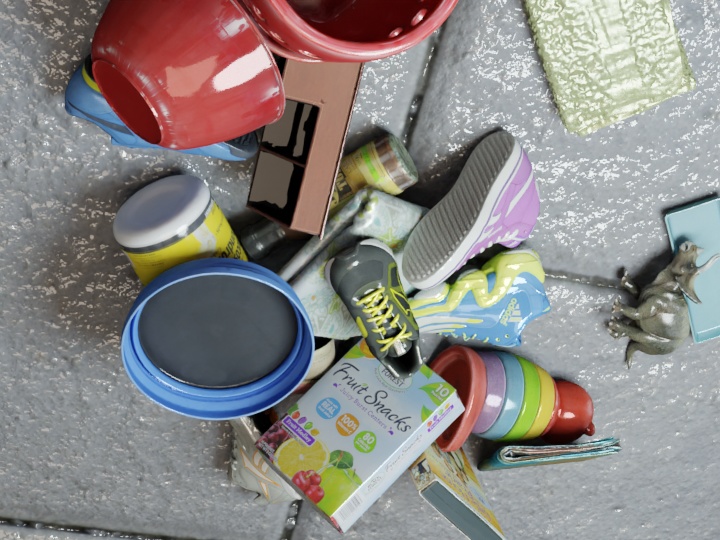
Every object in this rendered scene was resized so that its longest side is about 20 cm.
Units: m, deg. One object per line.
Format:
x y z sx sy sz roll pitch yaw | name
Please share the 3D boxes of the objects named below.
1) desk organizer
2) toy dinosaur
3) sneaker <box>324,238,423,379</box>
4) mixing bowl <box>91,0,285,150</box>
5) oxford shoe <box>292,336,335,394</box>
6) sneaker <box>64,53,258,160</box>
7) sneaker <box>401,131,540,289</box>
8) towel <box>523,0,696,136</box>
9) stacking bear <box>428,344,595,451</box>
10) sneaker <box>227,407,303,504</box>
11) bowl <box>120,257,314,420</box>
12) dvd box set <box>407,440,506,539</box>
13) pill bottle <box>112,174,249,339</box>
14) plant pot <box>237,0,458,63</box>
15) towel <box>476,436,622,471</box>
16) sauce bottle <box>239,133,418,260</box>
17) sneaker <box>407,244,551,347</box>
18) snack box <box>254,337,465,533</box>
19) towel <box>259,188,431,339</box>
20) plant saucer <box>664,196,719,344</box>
-0.056 -0.141 1.347 0.077 0.072 0.200 12 103 -10 | desk organizer
0.343 0.060 1.557 0.102 0.077 0.200 16 127 14 | toy dinosaur
0.026 0.042 1.408 0.074 0.085 0.200 -31 142 1 | sneaker
-0.178 -0.187 1.243 0.108 0.200 0.200 -41 127 -22 | mixing bowl
-0.126 0.097 1.548 0.200 0.070 0.075 -1 122 -19 | oxford shoe
-0.204 -0.152 1.368 0.200 0.066 0.078 21 132 -20 | sneaker
0.130 -0.038 1.428 0.200 0.073 0.114 -51 134 -17 | sneaker
0.252 -0.238 1.372 0.148 0.036 0.200 -22 125 10 | towel
0.189 0.159 1.604 0.200 0.121 0.114 14 119 -26 | stacking bear
-0.134 0.222 1.630 0.092 0.076 0.200 -21 124 14 | sneaker
-0.149 0.071 1.402 0.201 0.039 0.201 -3 127 -4 | bowl
0.095 0.232 1.582 0.029 0.200 0.146 -40 119 9 | dvd box set
-0.176 0.004 1.445 0.112 0.112 0.200 -21 125 8 | pill bottle
-0.022 -0.283 1.195 0.200 0.182 0.200 -1 95 -16 | plant pot
0.223 0.224 1.626 0.147 0.022 0.200 -5 169 -4 | towel
-0.037 -0.073 1.436 0.200 0.065 0.065 -30 123 13 | sauce bottle
0.125 0.055 1.514 0.200 0.076 0.105 -28 84 11 | sneaker
-0.002 0.177 1.518 0.200 0.142 0.053 -43 144 -13 | snack box
0.000 0.000 1.457 0.200 0.048 0.171 -45 149 22 | towel
0.406 -0.001 1.567 0.070 0.019 0.200 -18 124 6 | plant saucer
